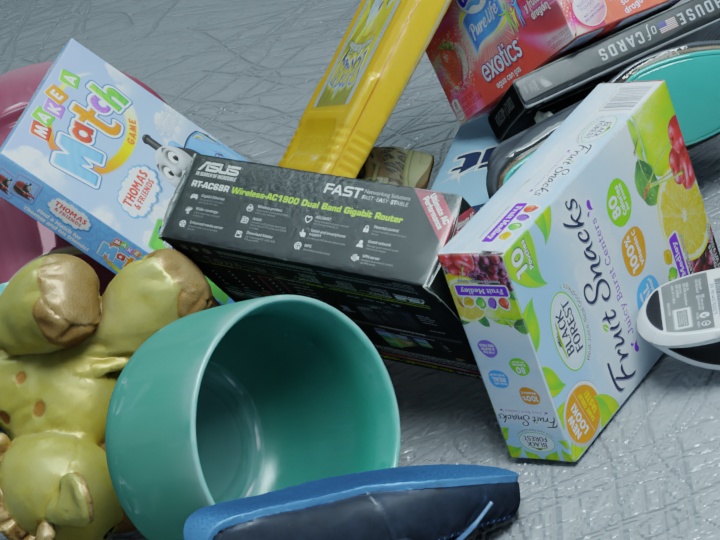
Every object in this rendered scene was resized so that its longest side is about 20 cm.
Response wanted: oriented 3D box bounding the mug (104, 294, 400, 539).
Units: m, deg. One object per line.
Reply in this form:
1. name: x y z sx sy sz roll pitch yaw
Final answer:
1. mug: -0.079 0.105 1.320 0.114 0.152 0.185 -12 27 49

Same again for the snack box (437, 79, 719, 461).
1. snack box: 0.135 -0.003 1.365 0.053 0.142 0.200 0 32 40

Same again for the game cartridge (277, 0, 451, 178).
1. game cartridge: 0.007 -0.144 1.600 0.200 0.032 0.176 -61 12 -3

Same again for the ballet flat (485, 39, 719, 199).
1. ballet flat: 0.169 -0.097 1.522 0.200 0.073 0.073 -28 24 -4

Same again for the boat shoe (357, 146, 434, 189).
1. boat shoe: 0.006 -0.039 1.616 0.063 0.073 0.200 19 19 2

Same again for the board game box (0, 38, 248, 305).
1. board game box: -0.145 -0.054 1.587 0.037 0.200 0.151 -48 13 36

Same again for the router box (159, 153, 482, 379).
1. router box: 0.000 0.000 1.416 0.200 0.150 0.062 11 69 32

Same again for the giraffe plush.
1. giraffe plush: -0.173 0.097 1.419 0.200 0.173 0.162 -12 64 1

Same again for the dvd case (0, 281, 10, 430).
1. dvd case: -0.251 0.064 1.550 0.146 0.200 0.022 -17 69 13

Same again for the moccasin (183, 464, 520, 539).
1. moccasin: -0.004 0.147 1.259 0.200 0.068 0.080 -8 3 -25

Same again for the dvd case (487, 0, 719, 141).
1. dvd case: 0.188 -0.147 1.578 0.200 0.025 0.150 -25 -4 -5

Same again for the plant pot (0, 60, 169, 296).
1. plant pot: -0.207 -0.021 1.674 0.200 0.200 0.179 -21 40 4

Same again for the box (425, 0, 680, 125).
1. box: 0.126 -0.184 1.590 0.103 0.095 0.200 -23 -5 -23

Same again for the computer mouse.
1. computer mouse: 0.259 0.021 1.334 0.200 0.044 0.110 -12 30 12

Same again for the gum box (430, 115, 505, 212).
1. gum box: 0.137 -0.069 1.622 0.170 0.045 0.200 -11 28 23
